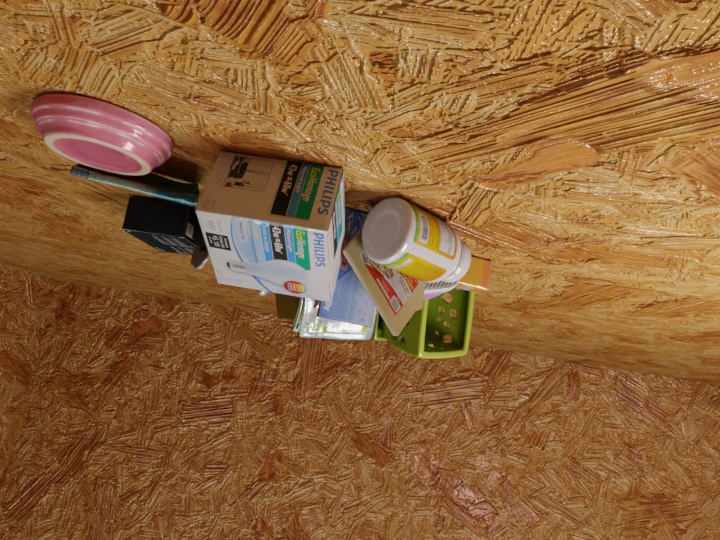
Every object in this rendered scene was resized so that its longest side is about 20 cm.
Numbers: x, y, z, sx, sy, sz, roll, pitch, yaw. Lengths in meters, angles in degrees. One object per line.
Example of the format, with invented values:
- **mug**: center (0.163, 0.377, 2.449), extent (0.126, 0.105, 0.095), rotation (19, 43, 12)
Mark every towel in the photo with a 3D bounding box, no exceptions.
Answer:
- **towel**: center (-0.370, -0.152, 1.036), extent (0.197, 0.022, 0.147), rotation (14, -168, -17)
- **towel**: center (-0.048, 0.071, 1.389), extent (0.197, 0.174, 0.048), rotation (5, -160, -24)

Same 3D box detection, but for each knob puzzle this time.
- **knob puzzle**: center (0.053, -0.010, 1.100), extent (0.030, 0.223, 0.218), rotation (-20, 152, 39)

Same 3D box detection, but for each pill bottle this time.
- **pill bottle**: center (0.105, -0.043, 1.063), extent (0.110, 0.113, 0.199), rotation (-1, 165, 44)

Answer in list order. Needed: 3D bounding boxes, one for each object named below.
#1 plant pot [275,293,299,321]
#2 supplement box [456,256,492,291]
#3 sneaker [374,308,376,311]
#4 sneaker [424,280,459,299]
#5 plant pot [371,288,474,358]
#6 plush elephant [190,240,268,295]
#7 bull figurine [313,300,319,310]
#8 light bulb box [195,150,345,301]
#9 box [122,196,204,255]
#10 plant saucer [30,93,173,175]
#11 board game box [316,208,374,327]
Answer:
- **plant pot**: center (-0.105, 0.046, 1.493), extent (0.198, 0.179, 0.199), rotation (16, 172, -26)
- **supplement box**: center (0.179, -0.006, 1.309), extent (0.197, 0.068, 0.069), rotation (14, 170, -19)
- **sneaker**: center (0.000, 0.000, 1.256), extent (0.086, 0.202, 0.074), rotation (-14, 154, -28)
- **sneaker**: center (0.086, 0.031, 1.207), extent (0.197, 0.074, 0.114), rotation (2, 164, -14)
- **plant pot**: center (0.141, 0.092, 1.462), extent (0.180, 0.202, 0.198), rotation (8, -179, 43)
- **plush elephant**: center (-0.238, -0.051, 1.189), extent (0.199, 0.166, 0.155), rotation (34, -166, -3)
- **bull figurine**: center (-0.002, 0.048, 1.312), extent (0.198, 0.066, 0.122), rotation (-21, -136, -23)
- **light bulb box**: center (-0.130, -0.065, 0.969), extent (0.197, 0.126, 0.199), rotation (9, 147, 5)
- **box**: center (-0.416, -0.092, 1.367), extent (0.139, 0.080, 0.200), rotation (5, 169, 6)
- **plant saucer**: center (-0.381, -0.191, 0.904), extent (0.197, 0.052, 0.201), rotation (10, 168, 2)
- **board game box**: center (-0.012, -0.006, 1.119), extent (0.101, 0.203, 0.019), rotation (13, 175, -15)
